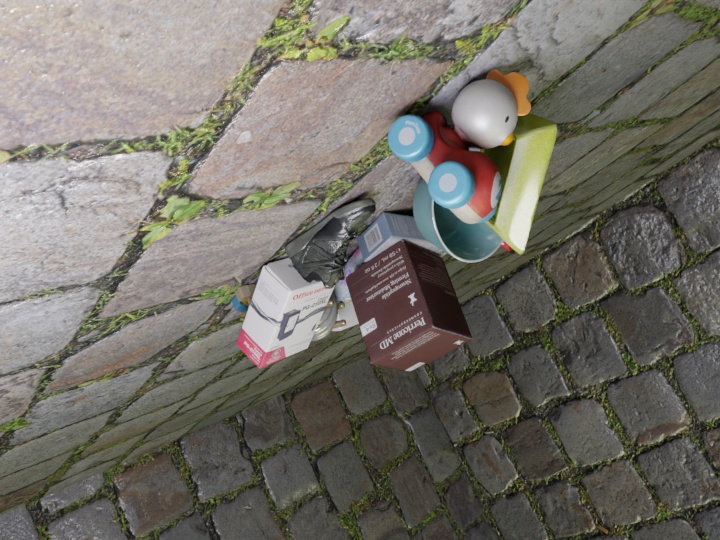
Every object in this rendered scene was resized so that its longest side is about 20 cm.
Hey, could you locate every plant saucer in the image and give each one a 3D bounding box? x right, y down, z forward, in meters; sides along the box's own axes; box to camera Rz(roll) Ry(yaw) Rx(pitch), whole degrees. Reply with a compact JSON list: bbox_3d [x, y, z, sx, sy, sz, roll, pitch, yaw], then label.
[{"bbox_3d":[0.230,-0.154,1.095,0.047,0.203,0.200,7,-161,-13],"label":"plant saucer"}]

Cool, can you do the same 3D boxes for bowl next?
[{"bbox_3d":[0.174,-0.119,1.252,0.199,0.204,0.104,-20,-166,-31],"label":"bowl"}]

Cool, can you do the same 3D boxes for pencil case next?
[{"bbox_3d":[0.000,0.000,1.539,0.200,0.083,0.091,-42,-162,46],"label":"pencil case"}]

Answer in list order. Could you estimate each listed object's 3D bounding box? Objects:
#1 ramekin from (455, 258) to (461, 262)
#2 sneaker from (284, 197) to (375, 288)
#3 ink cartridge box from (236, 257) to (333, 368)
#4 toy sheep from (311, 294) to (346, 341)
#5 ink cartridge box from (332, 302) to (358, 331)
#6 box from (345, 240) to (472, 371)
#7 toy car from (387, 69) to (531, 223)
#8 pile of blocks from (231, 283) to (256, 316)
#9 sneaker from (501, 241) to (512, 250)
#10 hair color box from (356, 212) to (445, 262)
[{"bbox_3d":[0.311,-0.113,1.741,0.198,0.099,0.200,-26,168,-6],"label":"ramekin"},{"bbox_3d":[-0.036,-0.042,1.220,0.198,0.115,0.076,-34,168,20],"label":"sneaker"},{"bbox_3d":[-0.146,0.077,1.354,0.144,0.084,0.202,-18,141,-49],"label":"ink cartridge box"},{"bbox_3d":[-0.110,0.086,1.515,0.136,0.139,0.201,-27,137,-1],"label":"toy sheep"},{"bbox_3d":[-0.035,0.092,1.755,0.198,0.086,0.145,-17,-173,-42],"label":"ink cartridge box"},{"bbox_3d":[0.098,0.077,1.408,0.165,0.202,0.163,-33,149,27],"label":"box"},{"bbox_3d":[0.171,-0.190,0.970,0.200,0.178,0.184,-44,161,15],"label":"toy car"},{"bbox_3d":[-0.223,0.085,1.432,0.081,0.063,0.200,-28,166,2],"label":"pile of blocks"},{"bbox_3d":[0.239,-0.079,1.344,0.198,0.117,0.078,-30,159,2],"label":"sneaker"},{"bbox_3d":[0.101,-0.062,1.444,0.198,0.061,0.099,5,147,-40],"label":"hair color box"}]
